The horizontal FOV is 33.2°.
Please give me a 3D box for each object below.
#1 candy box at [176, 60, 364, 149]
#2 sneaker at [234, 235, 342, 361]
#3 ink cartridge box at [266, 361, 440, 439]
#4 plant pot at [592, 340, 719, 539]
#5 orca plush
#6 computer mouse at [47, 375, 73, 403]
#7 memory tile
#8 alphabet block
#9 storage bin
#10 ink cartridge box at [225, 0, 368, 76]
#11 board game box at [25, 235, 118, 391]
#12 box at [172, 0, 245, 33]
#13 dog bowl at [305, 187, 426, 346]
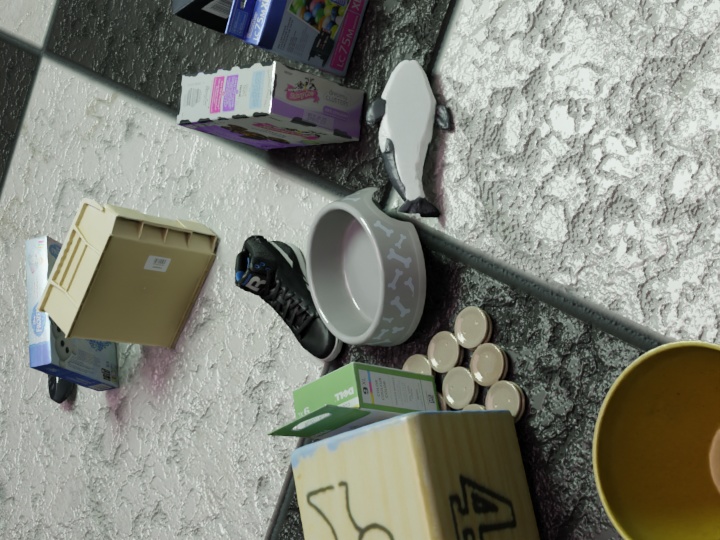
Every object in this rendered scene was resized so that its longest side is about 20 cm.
[{"bbox_3d":[-0.122,-0.219,1.627,0.198,0.166,0.073,1,83,45],"label":"candy box"},{"bbox_3d":[-0.108,0.038,1.600,0.073,0.111,0.201,-51,51,26],"label":"sneaker"},{"bbox_3d":[-0.009,0.153,1.392,0.103,0.199,0.060,-27,63,37],"label":"ink cartridge box"},{"bbox_3d":[0.335,0.172,1.108,0.198,0.141,0.203,-11,75,44],"label":"plant pot"},{"bbox_3d":[0.066,-0.159,1.522,0.104,0.071,0.203,-15,77,-6],"label":"orca plush"},{"bbox_3d":[-0.510,0.132,2.048,0.059,0.034,0.203,-47,46,49],"label":"computer mouse"},{"bbox_3d":[0.104,0.154,1.433,0.200,0.017,0.155,-42,55,30],"label":"memory tile"},{"bbox_3d":[0.063,0.271,1.310,0.194,0.195,0.203,-23,72,40],"label":"alphabet block"},{"bbox_3d":[-0.338,0.004,1.776,0.094,0.199,0.200,39,109,40],"label":"storage bin"},{"bbox_3d":[-0.080,-0.339,1.587,0.042,0.198,0.121,24,99,45],"label":"ink cartridge box"},{"bbox_3d":[-0.448,0.071,1.876,0.043,0.200,0.202,-12,71,15],"label":"board game box"},{"bbox_3d":[-0.205,-0.486,1.810,0.147,0.104,0.203,-20,67,41],"label":"box"},{"bbox_3d":[0.000,0.000,1.498,0.199,0.058,0.203,18,113,53],"label":"dog bowl"}]
